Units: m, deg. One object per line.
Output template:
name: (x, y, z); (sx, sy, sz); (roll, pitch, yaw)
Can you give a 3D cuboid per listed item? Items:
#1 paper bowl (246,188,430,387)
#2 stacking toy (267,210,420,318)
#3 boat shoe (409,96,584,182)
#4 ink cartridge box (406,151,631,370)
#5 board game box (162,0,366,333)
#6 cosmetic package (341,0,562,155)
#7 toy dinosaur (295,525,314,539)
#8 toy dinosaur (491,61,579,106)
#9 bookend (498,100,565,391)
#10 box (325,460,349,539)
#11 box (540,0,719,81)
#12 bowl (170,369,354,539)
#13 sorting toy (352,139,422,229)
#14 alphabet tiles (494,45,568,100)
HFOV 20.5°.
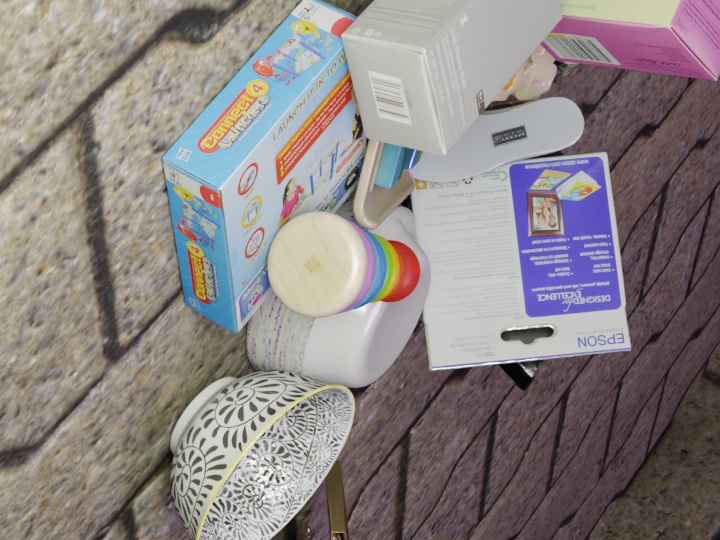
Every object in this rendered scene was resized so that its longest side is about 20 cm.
paper bowl: (-0.009, 0.027, 1.830); (0.201, 0.104, 0.201); (-51, 157, -31)
stacking toy: (0.000, 0.000, 1.657); (0.086, 0.085, 0.200); (-65, 158, 7)
boat shoe: (0.114, -0.124, 1.892); (0.057, 0.199, 0.069); (-174, -106, -77)
ink cartridge box: (0.150, -0.007, 1.908); (0.043, 0.197, 0.201); (94, -9, -76)
board game box: (-0.071, -0.083, 1.593); (0.200, 0.056, 0.196); (-51, 158, -29)
cosmetic package: (0.076, -0.195, 1.590); (0.200, 0.090, 0.107); (-49, 139, -32)
toy dinosaur: (-0.100, 0.348, 2.077); (0.135, 0.086, 0.200); (-6, 137, -57)
toy dinosaur: (0.144, -0.227, 1.944); (0.136, 0.102, 0.200); (-13, 151, -48)
bookend: (0.167, -0.024, 1.982); (0.200, 0.199, 0.092); (-43, 172, -8)
box: (-0.019, 0.309, 2.084); (0.200, 0.021, 0.164); (-96, 180, -74)
box: (0.254, -0.282, 1.734); (0.097, 0.176, 0.201); (35, 73, -46)
bowl: (-0.105, 0.156, 1.752); (0.201, 0.094, 0.201); (-41, 155, -24)
sorting toy: (0.044, -0.148, 1.724); (0.185, 0.036, 0.201); (-47, 148, -70)
alphabet tiles: (0.175, -0.249, 1.857); (0.195, 0.015, 0.201); (-7, 128, -45)
